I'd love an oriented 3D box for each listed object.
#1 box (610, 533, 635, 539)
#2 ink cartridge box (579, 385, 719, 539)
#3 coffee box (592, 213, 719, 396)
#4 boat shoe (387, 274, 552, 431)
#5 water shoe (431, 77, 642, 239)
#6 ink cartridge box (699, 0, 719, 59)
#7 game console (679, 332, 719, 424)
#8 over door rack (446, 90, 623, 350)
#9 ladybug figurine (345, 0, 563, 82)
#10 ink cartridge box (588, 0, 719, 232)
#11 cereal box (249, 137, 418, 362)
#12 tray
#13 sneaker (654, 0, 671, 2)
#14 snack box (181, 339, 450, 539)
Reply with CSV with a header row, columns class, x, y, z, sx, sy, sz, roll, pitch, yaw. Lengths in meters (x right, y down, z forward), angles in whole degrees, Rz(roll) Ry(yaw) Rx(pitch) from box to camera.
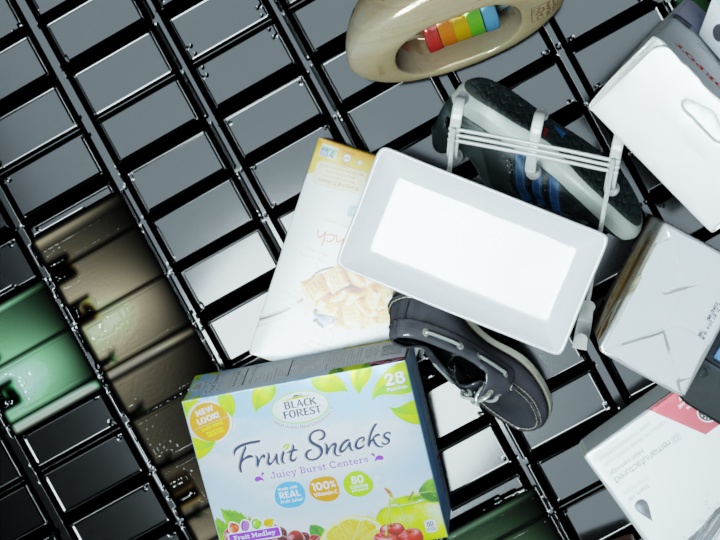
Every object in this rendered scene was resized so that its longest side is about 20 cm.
class,x,y,z,sx,sy,sz,roll,pitch,yaw
box,0.162,0.313,1.594,0.199,0.075,0.101,-21,92,8
ink cartridge box,0.304,0.192,1.567,0.144,0.084,0.200,-36,91,5
coffee box,0.250,0.024,1.501,0.079,0.200,0.115,28,95,3
boat shoe,0.089,0.087,1.549,0.072,0.063,0.200,-17,130,38
water shoe,0.153,-0.085,1.579,0.200,0.072,0.079,39,124,0
ink cartridge box,0.369,-0.176,1.473,0.200,0.197,0.043,58,134,27
game console,0.377,0.062,1.458,0.170,0.118,0.201,32,91,1
over door rack,0.135,-0.046,1.521,0.147,0.067,0.201,12,121,9
ladybug figurine,0.078,-0.225,1.541,0.199,0.136,0.072,-19,68,-1
ink cartridge box,0.278,-0.133,1.481,0.146,0.200,0.084,45,118,1
cereal box,0.000,0.000,1.600,0.143,0.040,0.201,18,95,1
tray,0.090,-0.017,1.484,0.199,0.022,0.108,22,103,2
sneaker,0.291,-0.322,1.546,0.099,0.070,0.200,41,92,8
snack box,-0.036,0.160,1.579,0.199,0.068,0.170,-11,106,9
